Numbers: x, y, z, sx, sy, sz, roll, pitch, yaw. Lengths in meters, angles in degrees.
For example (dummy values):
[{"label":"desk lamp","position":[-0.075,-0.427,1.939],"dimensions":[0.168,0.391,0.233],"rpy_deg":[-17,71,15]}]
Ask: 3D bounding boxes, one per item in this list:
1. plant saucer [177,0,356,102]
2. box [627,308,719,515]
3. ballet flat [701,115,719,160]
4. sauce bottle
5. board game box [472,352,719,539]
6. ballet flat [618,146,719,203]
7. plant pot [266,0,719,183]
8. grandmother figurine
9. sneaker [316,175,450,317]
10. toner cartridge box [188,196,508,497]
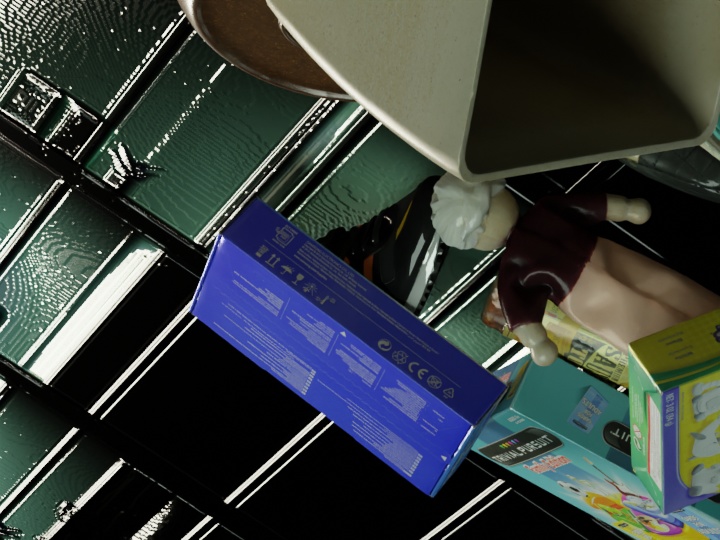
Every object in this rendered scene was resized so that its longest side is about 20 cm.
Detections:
[{"label":"plant saucer","position":[-0.018,-0.148,1.418],"dimensions":[0.200,0.035,0.200],"rpy_deg":[10,156,5]},{"label":"box","position":[0.255,0.060,1.450],"dimensions":[0.200,0.048,0.117],"rpy_deg":[-22,138,-12]},{"label":"ballet flat","position":[0.163,-0.133,1.370],"dimensions":[0.200,0.067,0.062],"rpy_deg":[51,156,-19]},{"label":"sauce bottle","position":[0.175,0.044,1.548],"dimensions":[0.200,0.066,0.066],"rpy_deg":[23,142,7]},{"label":"board game box","position":[0.170,0.127,1.610],"dimensions":[0.200,0.047,0.151],"rpy_deg":[28,164,-6]},{"label":"ballet flat","position":[0.240,-0.060,1.419],"dimensions":[0.200,0.057,0.066],"rpy_deg":[11,-178,21]},{"label":"plant pot","position":[0.066,-0.173,1.234],"dimensions":[0.177,0.200,0.200],"rpy_deg":[24,114,39]},{"label":"grandmother figurine","position":[0.128,0.003,1.491],"dimensions":[0.200,0.121,0.061],"rpy_deg":[33,151,2]},{"label":"sneaker","position":[0.000,0.000,1.594],"dimensions":[0.090,0.070,0.200],"rpy_deg":[25,143,-1]},{"label":"toner cartridge box","position":[-0.010,0.049,1.570],"dimensions":[0.200,0.043,0.095],"rpy_deg":[37,145,8]}]
